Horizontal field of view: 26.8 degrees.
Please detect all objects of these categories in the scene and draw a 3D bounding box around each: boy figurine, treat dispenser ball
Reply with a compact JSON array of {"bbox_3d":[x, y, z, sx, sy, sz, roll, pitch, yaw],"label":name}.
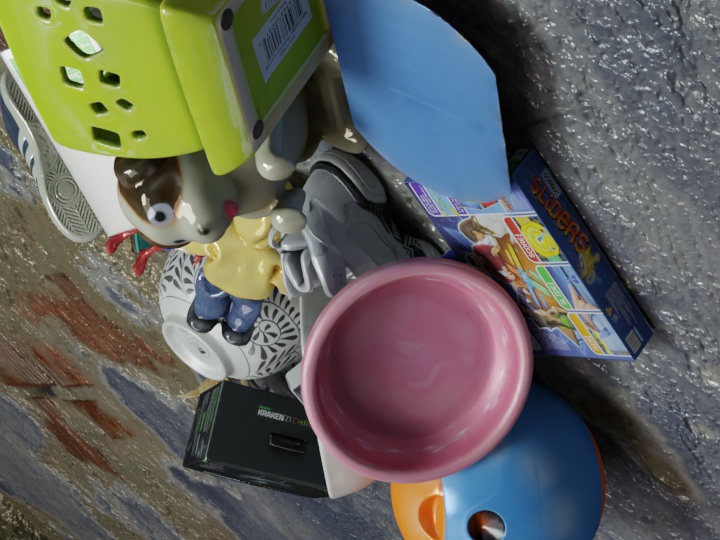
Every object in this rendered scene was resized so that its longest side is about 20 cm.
[{"bbox_3d":[-0.116,-0.014,1.451,0.123,0.065,0.201,19,134,-5],"label":"boy figurine"},{"bbox_3d":[0.127,0.198,1.396,0.200,0.201,0.201,31,154,17],"label":"treat dispenser ball"}]

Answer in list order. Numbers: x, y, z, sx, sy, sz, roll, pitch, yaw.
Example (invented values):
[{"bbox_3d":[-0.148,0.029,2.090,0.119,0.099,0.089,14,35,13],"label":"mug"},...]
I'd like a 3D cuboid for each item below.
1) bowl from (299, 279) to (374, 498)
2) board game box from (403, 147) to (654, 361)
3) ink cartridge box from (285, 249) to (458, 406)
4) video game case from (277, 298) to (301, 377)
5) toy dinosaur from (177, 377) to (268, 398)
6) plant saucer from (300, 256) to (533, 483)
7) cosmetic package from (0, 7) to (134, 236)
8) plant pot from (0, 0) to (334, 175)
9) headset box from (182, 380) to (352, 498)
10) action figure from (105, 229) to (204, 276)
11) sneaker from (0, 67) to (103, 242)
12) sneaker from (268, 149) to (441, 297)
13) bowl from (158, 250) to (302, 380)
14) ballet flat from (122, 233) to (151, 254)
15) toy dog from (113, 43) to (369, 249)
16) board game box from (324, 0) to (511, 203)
[{"bbox_3d":[-0.010,0.093,1.443,0.074,0.200,0.202,-7,121,2],"label":"bowl"},{"bbox_3d":[0.137,-0.010,1.234,0.135,0.035,0.201,2,135,53],"label":"board game box"},{"bbox_3d":[0.042,0.071,1.319,0.100,0.199,0.039,50,-177,-23],"label":"ink cartridge box"},{"bbox_3d":[-0.079,0.066,1.672,0.181,0.022,0.201,26,151,27],"label":"video game case"},{"bbox_3d":[-0.169,0.131,1.883,0.101,0.058,0.200,49,149,14],"label":"toy dinosaur"},{"bbox_3d":[0.045,0.080,1.275,0.201,0.200,0.051,51,-177,-23],"label":"plant saucer"},{"bbox_3d":[-0.224,-0.144,1.386,0.107,0.085,0.201,-16,115,28],"label":"cosmetic package"},{"bbox_3d":[-0.130,-0.200,1.114,0.180,0.201,0.200,18,148,23],"label":"plant pot"},{"bbox_3d":[-0.098,0.195,1.717,0.173,0.094,0.200,15,167,-12],"label":"headset box"},{"bbox_3d":[-0.175,-0.046,1.538,0.199,0.052,0.065,-25,123,36],"label":"action figure"},{"bbox_3d":[-0.325,-0.121,1.606,0.202,0.074,0.084,68,159,2],"label":"sneaker"},{"bbox_3d":[0.000,0.000,1.345,0.075,0.115,0.200,-1,134,54],"label":"sneaker"},{"bbox_3d":[-0.150,0.054,1.616,0.200,0.094,0.201,30,152,18],"label":"bowl"},{"bbox_3d":[-0.243,-0.084,1.603,0.065,0.070,0.200,48,154,17],"label":"ballet flat"},{"bbox_3d":[-0.114,-0.106,1.228,0.193,0.200,0.140,30,153,17],"label":"toy dog"},{"bbox_3d":[0.054,-0.139,1.129,0.157,0.039,0.201,27,150,31],"label":"board game box"}]
